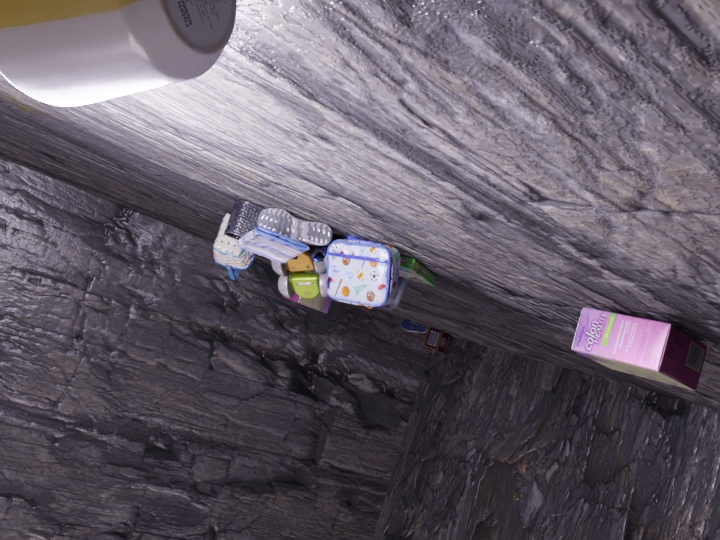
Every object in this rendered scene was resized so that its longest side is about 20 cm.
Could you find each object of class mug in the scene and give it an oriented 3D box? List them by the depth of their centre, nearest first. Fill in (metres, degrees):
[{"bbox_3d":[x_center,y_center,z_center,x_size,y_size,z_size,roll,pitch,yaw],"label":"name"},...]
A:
[{"bbox_3d":[-0.182,-0.200,0.444,0.150,0.153,0.186,7,176,26],"label":"mug"}]

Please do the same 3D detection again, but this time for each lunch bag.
[{"bbox_3d":[0.000,0.000,1.547,0.197,0.164,0.075,9,-170,31],"label":"lunch bag"}]

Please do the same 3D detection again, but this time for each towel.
[{"bbox_3d":[-0.221,-0.060,1.575,0.145,0.024,0.199,21,164,-20],"label":"towel"}]

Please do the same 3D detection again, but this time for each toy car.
[{"bbox_3d":[-0.164,-0.016,1.896,0.171,0.151,0.203,-3,127,11],"label":"toy car"}]

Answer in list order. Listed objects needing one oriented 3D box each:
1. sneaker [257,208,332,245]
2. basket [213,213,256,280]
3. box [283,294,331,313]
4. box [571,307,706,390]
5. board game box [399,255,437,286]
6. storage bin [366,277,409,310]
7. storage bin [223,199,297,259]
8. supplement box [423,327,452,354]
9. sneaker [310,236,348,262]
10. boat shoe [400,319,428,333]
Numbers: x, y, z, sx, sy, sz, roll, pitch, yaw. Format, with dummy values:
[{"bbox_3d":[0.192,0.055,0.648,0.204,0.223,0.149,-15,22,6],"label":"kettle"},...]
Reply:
[{"bbox_3d":[-0.164,-0.097,1.584,0.196,0.076,0.082,18,172,6],"label":"sneaker"},{"bbox_3d":[-0.394,-0.077,2.026,0.136,0.180,0.200,15,163,0],"label":"basket"},{"bbox_3d":[-0.203,0.063,2.646,0.095,0.179,0.199,13,172,39],"label":"box"},{"bbox_3d":[0.586,0.163,1.331,0.174,0.099,0.198,23,172,-35],"label":"box"},{"bbox_3d":[0.116,-0.009,1.701,0.132,0.030,0.200,16,173,26],"label":"board game box"},{"bbox_3d":[0.019,0.026,1.866,0.198,0.148,0.134,24,-178,-36],"label":"storage bin"},{"bbox_3d":[-0.256,-0.108,1.706,0.197,0.095,0.135,22,174,-19],"label":"storage bin"},{"bbox_3d":[0.506,0.461,4.131,0.102,0.133,0.199,15,174,31],"label":"supplement box"},{"bbox_3d":[-0.053,-0.037,1.661,0.198,0.079,0.076,13,150,44],"label":"sneaker"},{"bbox_3d":[0.354,0.376,4.145,0.197,0.074,0.072,16,175,31],"label":"boat shoe"}]
